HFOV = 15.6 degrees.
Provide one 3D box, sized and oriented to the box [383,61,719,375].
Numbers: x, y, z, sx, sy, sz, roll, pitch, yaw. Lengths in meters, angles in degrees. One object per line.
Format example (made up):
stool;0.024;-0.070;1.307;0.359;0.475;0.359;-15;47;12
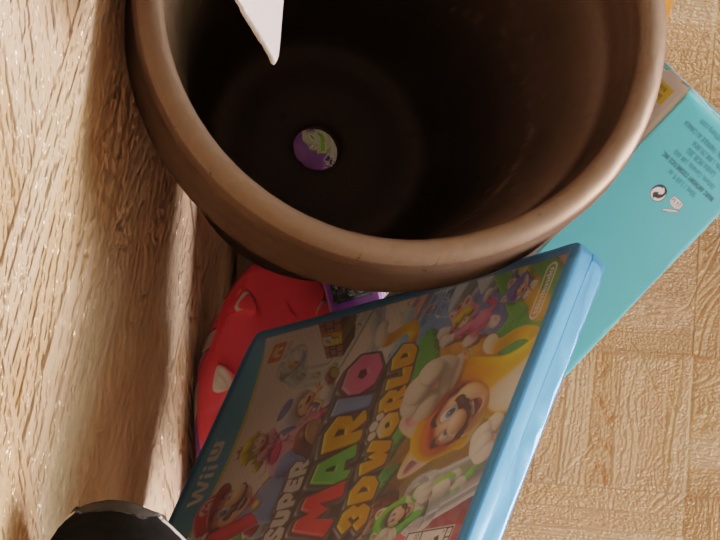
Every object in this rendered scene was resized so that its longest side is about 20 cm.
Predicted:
box;0.067;0.003;1.050;0.200;0.049;0.082;-47;-159;8

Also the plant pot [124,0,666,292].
plant pot;-0.001;-0.075;1.021;0.175;0.199;0.202;129;-31;-71

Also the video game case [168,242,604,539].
video game case;-0.002;0.068;0.991;0.018;0.199;0.144;39;58;-26

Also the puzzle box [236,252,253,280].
puzzle box;-0.039;-0.022;1.294;0.133;0.025;0.202;-59;152;-75

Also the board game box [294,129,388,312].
board game box;0.000;0.000;1.181;0.120;0.032;0.202;63;13;-84

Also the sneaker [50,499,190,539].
sneaker;-0.081;0.179;0.854;0.090;0.069;0.202;-74;169;-74

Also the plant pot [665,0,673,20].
plant pot;0.070;-0.186;1.519;0.140;0.199;0.202;23;70;-66

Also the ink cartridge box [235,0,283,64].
ink cartridge box;-0.057;-0.179;0.869;0.115;0.067;0.202;57;37;-79

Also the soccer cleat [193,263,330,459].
soccer cleat;-0.049;0.095;1.174;0.076;0.066;0.202;156;-62;-71
